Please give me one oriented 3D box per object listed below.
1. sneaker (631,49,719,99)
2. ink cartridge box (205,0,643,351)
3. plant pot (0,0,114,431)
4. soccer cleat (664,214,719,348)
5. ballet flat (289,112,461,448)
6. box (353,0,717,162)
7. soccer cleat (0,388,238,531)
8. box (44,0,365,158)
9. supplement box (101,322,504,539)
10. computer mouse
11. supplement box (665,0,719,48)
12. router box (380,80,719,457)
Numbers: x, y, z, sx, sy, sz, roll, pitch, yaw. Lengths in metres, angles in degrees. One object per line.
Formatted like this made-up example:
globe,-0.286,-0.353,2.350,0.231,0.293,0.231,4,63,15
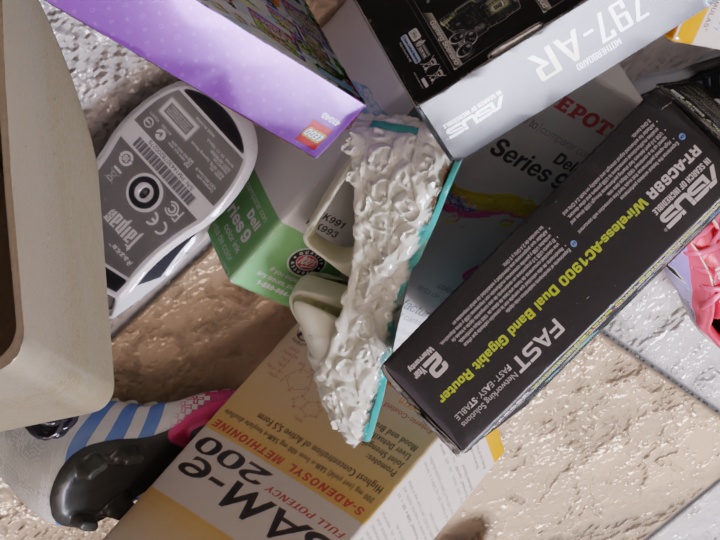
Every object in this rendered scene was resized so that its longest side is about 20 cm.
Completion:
sneaker,0.212,-0.076,1.114,0.199,0.114,0.076,-28,114,-18
ink cartridge box,0.030,-0.065,1.082,0.145,0.088,0.200,25,116,-40
plant pot,-0.209,-0.009,0.923,0.199,0.201,0.177,-12,158,13
soccer cleat,0.204,-0.013,1.224,0.067,0.077,0.200,-32,138,6
ballet flat,0.000,0.000,1.033,0.071,0.072,0.201,-3,131,-24
box,0.065,-0.163,0.919,0.160,0.200,0.044,-32,137,5
soccer cleat,-0.126,0.096,1.186,0.199,0.086,0.070,-7,118,-51
box,-0.096,-0.141,0.909,0.039,0.137,0.200,-44,134,18
supplement box,-0.031,0.126,1.144,0.200,0.126,0.074,-49,145,-22
computer mouse,-0.128,-0.015,1.064,0.200,0.110,0.044,-43,173,9
supplement box,0.201,-0.159,1.013,0.199,0.126,0.074,4,118,-38
router box,0.113,-0.005,1.034,0.200,0.062,0.150,-46,173,15
